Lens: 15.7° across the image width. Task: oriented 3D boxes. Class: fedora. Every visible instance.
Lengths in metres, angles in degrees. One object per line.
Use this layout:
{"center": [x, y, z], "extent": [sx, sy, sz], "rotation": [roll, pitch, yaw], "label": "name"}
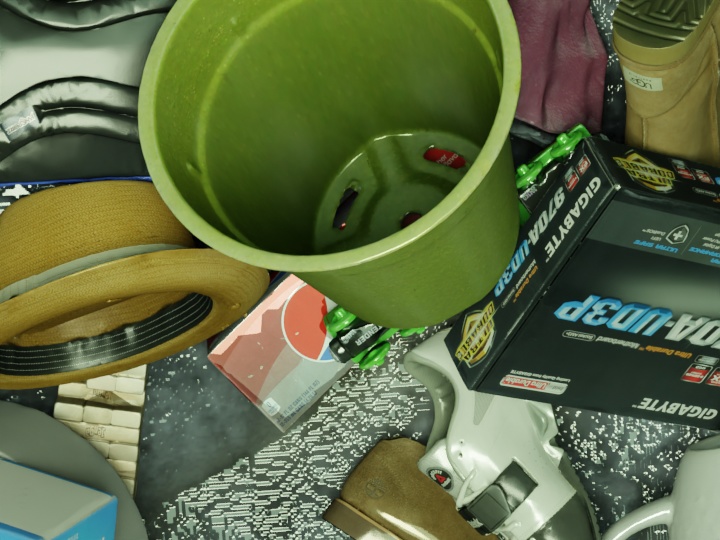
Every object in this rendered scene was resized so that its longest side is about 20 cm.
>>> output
{"center": [-0.151, 0.001, 1.447], "extent": [0.200, 0.201, 0.082], "rotation": [-14, 74, -1], "label": "fedora"}

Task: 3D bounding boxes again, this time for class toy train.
{"center": [0.061, -0.015, 1.495], "extent": [0.200, 0.056, 0.042], "rotation": [-38, 103, 3], "label": "toy train"}

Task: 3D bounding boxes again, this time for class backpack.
{"center": [-0.144, -0.132, 1.478], "extent": [0.199, 0.168, 0.163], "rotation": [-1, 100, -3], "label": "backpack"}

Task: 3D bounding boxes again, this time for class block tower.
{"center": [-0.154, 0.066, 1.561], "extent": [0.057, 0.054, 0.201], "rotation": [8, 98, -3], "label": "block tower"}

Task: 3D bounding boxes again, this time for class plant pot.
{"center": [0.008, -0.059, 1.385], "extent": [0.199, 0.190, 0.201], "rotation": [-6, 67, 15], "label": "plant pot"}

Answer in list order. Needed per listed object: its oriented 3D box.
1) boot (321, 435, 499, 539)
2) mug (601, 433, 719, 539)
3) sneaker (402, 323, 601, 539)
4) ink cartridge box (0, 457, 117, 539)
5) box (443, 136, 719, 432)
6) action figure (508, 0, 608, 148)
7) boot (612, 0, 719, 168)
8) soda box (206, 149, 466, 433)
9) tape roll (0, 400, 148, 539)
{"center": [0.080, 0.172, 1.580], "extent": [0.200, 0.074, 0.076], "rotation": [33, 83, -5], "label": "boot"}
{"center": [0.230, 0.187, 1.548], "extent": [0.199, 0.148, 0.176], "rotation": [-13, 91, 4], "label": "mug"}
{"center": [0.080, 0.127, 1.540], "extent": [0.088, 0.074, 0.201], "rotation": [-14, 71, -21], "label": "sneaker"}
{"center": [-0.223, 0.208, 1.451], "extent": [0.145, 0.084, 0.201], "rotation": [14, 110, 21], "label": "ink cartridge box"}
{"center": [0.169, 0.012, 1.496], "extent": [0.199, 0.046, 0.159], "rotation": [11, 127, -35], "label": "box"}
{"center": [0.114, -0.176, 1.534], "extent": [0.148, 0.134, 0.201], "rotation": [19, 92, 29], "label": "action figure"}
{"center": [0.194, -0.116, 1.506], "extent": [0.066, 0.200, 0.175], "rotation": [27, 61, 26], "label": "boot"}
{"center": [0.000, 0.000, 1.554], "extent": [0.200, 0.063, 0.070], "rotation": [-44, 99, 3], "label": "soda box"}
{"center": [-0.221, 0.179, 1.527], "extent": [0.199, 0.066, 0.201], "rotation": [7, 108, 23], "label": "tape roll"}
